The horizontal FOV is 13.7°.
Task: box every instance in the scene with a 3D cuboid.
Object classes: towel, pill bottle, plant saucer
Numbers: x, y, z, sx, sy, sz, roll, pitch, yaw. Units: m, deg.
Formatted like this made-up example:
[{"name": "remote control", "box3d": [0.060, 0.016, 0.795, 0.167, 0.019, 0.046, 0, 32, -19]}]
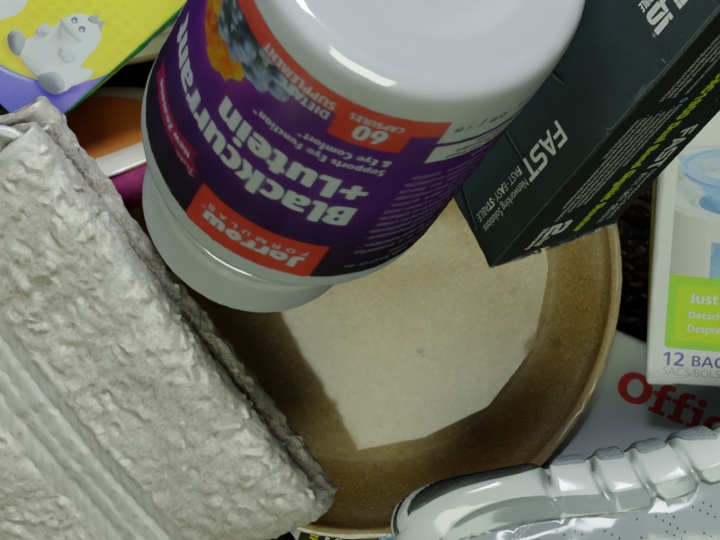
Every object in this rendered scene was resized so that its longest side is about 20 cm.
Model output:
[{"name": "towel", "box3d": [-0.112, 0.038, 1.099, 0.132, 0.035, 0.200, -25, 114, 29]}, {"name": "pill bottle", "box3d": [-0.010, -0.062, 0.992, 0.111, 0.112, 0.200, 25, 151, -7]}, {"name": "plant saucer", "box3d": [0.000, 0.000, 1.141, 0.200, 0.035, 0.201, 1, 95, 6]}]

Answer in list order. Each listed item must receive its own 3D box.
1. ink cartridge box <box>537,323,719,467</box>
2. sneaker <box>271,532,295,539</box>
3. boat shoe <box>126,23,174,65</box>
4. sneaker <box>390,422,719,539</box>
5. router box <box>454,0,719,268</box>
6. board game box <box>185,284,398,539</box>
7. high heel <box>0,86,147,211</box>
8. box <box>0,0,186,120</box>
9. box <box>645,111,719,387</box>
[{"name": "ink cartridge box", "box3d": [0.113, 0.137, 1.169, 0.144, 0.085, 0.201, 22, 81, -7]}, {"name": "sneaker", "box3d": [-0.059, 0.176, 1.231, 0.088, 0.077, 0.200, 19, 128, -17]}, {"name": "boat shoe", "box3d": [-0.131, -0.106, 1.131, 0.199, 0.072, 0.065, -7, 98, 4]}, {"name": "sneaker", "box3d": [0.117, 0.118, 1.091, 0.199, 0.075, 0.116, -12, 82, 0]}, {"name": "router box", "box3d": [0.069, -0.113, 1.012, 0.150, 0.062, 0.200, 61, 149, 15]}, {"name": "board game box", "box3d": [-0.061, 0.087, 1.242, 0.165, 0.057, 0.200, 20, 121, -1]}, {"name": "high heel", "box3d": [-0.134, -0.003, 1.138, 0.199, 0.067, 0.096, -20, 127, 12]}, {"name": "box", "box3d": [-0.083, -0.147, 1.021, 0.117, 0.048, 0.200, 43, 119, -13]}, {"name": "box", "box3d": [0.164, -0.065, 1.092, 0.112, 0.101, 0.201, 4, 121, 5]}]
